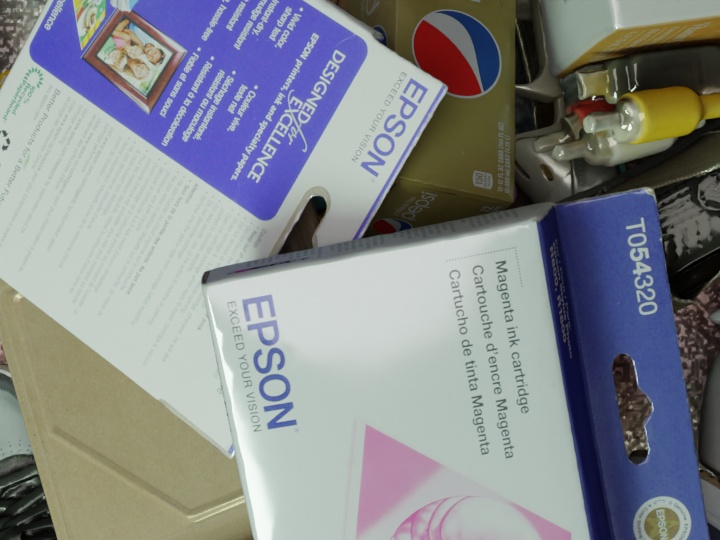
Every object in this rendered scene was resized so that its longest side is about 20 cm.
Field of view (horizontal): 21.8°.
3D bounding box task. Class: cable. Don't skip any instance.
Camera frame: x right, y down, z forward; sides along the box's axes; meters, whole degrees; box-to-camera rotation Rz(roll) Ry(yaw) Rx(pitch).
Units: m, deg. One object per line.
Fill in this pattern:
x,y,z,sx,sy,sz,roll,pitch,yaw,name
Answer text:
0.174,-0.080,0.865,0.199,0.097,0.050,-7,91,-15,cable

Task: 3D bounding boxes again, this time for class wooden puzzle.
-0.083,0.049,0.907,0.185,0.037,0.200,-24,71,21,wooden puzzle

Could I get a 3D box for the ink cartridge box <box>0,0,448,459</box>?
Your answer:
-0.079,-0.050,0.864,0.200,0.043,0.198,36,103,20,ink cartridge box

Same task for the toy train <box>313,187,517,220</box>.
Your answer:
0.000,0.000,0.947,0.200,0.056,0.150,26,118,10,toy train

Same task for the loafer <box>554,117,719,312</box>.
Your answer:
0.120,-0.007,0.872,0.200,0.070,0.075,-38,93,11,loafer

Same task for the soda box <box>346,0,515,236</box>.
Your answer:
0.033,-0.115,0.891,0.064,0.068,0.201,10,66,-20,soda box

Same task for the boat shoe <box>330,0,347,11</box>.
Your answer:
-0.038,-0.115,0.963,0.199,0.065,0.071,-4,92,10,boat shoe

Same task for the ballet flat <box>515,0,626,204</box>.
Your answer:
0.094,-0.080,0.938,0.064,0.067,0.201,-6,86,-12,ballet flat

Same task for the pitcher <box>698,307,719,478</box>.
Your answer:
0.230,0.018,0.906,0.171,0.121,0.200,32,87,26,pitcher

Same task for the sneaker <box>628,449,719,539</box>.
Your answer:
0.187,0.180,0.898,0.200,0.070,0.109,34,71,-17,sneaker

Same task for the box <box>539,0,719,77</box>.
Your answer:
0.189,-0.157,0.860,0.199,0.124,0.098,-8,87,-7,box

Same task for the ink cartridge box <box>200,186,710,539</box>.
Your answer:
0.047,0.077,0.809,0.199,0.043,0.197,-11,101,2,ink cartridge box

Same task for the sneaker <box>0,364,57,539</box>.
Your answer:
-0.173,0.146,0.972,0.084,0.121,0.200,-30,87,10,sneaker

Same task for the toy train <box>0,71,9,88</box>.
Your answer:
-0.197,-0.112,0.951,0.200,0.056,0.150,44,141,4,toy train
